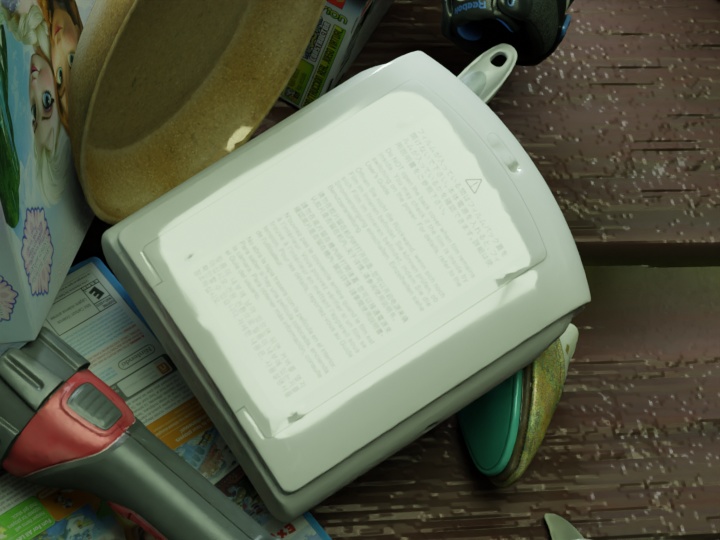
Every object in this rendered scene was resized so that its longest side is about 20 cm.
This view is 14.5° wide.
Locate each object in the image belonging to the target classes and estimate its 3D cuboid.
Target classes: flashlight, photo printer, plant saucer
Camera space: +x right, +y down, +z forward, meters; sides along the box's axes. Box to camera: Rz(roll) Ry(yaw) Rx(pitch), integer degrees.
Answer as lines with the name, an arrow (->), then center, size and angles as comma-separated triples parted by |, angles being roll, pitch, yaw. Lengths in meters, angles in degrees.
flashlight -> -0.094, 0.113, 1.309 | 0.200, 0.068, 0.068 | 41, 93, 5
photo printer -> 0.000, 0.000, 1.366 | 0.200, 0.069, 0.167 | -33, 82, -13
plant saucer -> -0.083, -0.116, 1.369 | 0.035, 0.201, 0.200 | 32, 52, 20

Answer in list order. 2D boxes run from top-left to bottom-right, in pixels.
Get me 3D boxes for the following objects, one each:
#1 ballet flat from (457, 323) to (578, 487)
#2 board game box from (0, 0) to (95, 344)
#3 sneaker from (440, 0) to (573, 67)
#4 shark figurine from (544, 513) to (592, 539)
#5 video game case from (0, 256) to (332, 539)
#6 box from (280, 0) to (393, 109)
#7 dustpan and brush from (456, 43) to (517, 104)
ballet flat -> 0.077, 0.018, 1.451 | 0.070, 0.071, 0.201 | -2, 58, -19
board game box -> -0.167, -0.101, 1.332 | 0.041, 0.200, 0.200 | -3, 30, 12
sneaker -> 0.059, -0.186, 1.438 | 0.200, 0.073, 0.112 | 52, 40, -38
shark figurine -> 0.079, 0.163, 1.340 | 0.213, 0.090, 0.129 | -10, 60, -26
video game case -> -0.123, 0.099, 1.357 | 0.143, 0.018, 0.200 | -30, 71, -33
box -> 0.018, -0.187, 1.538 | 0.035, 0.110, 0.200 | 30, 53, 3
dustpan and brush -> 0.010, -0.038, 1.432 | 0.139, 0.057, 0.200 | 40, 70, 14
